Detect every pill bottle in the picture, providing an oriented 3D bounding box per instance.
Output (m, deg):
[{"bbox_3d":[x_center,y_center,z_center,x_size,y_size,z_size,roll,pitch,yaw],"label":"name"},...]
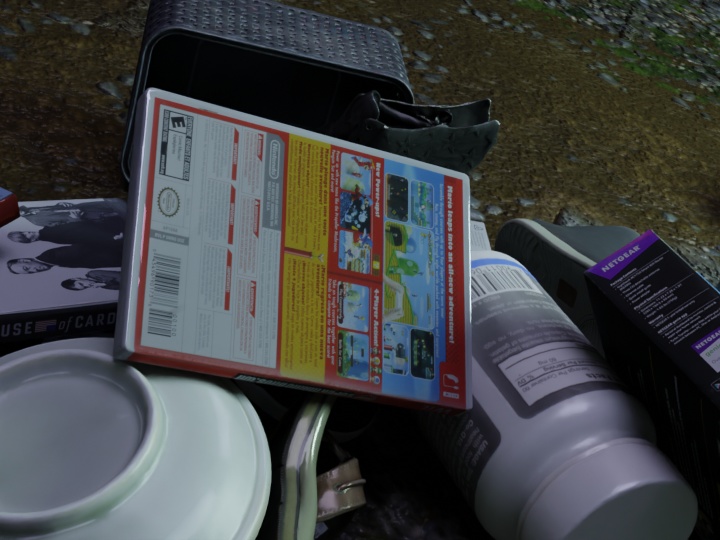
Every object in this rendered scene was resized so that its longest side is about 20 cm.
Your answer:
[{"bbox_3d":[0.098,0.088,0.722,0.113,0.114,0.200,0,36,-29],"label":"pill bottle"}]

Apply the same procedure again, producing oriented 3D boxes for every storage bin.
[{"bbox_3d":[-0.072,-0.123,0.945,0.199,0.135,0.094,11,31,-13],"label":"storage bin"}]

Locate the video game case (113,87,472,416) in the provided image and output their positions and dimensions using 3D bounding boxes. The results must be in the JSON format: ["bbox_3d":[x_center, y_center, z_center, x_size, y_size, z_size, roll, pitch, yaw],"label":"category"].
[{"bbox_3d":[-0.028,-0.007,0.661,0.200,0.017,0.143,13,66,-27],"label":"video game case"}]

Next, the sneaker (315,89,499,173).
[{"bbox_3d":[-0.011,-0.085,0.871,0.199,0.104,0.060,10,32,-14],"label":"sneaker"}]

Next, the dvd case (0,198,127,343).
[{"bbox_3d":[-0.211,-0.003,0.765,0.200,0.025,0.150,-6,29,-34],"label":"dvd case"}]

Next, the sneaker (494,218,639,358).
[{"bbox_3d":[0.197,0.018,0.924,0.106,0.075,0.200,-6,37,-31],"label":"sneaker"}]

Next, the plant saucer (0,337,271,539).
[{"bbox_3d":[-0.144,0.090,0.585,0.199,0.050,0.200,-3,41,3],"label":"plant saucer"}]

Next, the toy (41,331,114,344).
[{"bbox_3d":[-0.127,0.080,0.676,0.115,0.047,0.200,13,31,-10],"label":"toy"}]

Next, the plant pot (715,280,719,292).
[{"bbox_3d":[0.294,0.070,0.812,0.200,0.135,0.200,25,42,-24],"label":"plant pot"}]

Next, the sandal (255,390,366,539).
[{"bbox_3d":[-0.030,0.128,0.641,0.057,0.080,0.201,30,35,-14],"label":"sandal"}]

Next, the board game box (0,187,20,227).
[{"bbox_3d":[-0.303,-0.010,0.696,0.103,0.019,0.200,23,41,31],"label":"board game box"}]

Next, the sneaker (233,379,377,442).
[{"bbox_3d":[-0.045,0.004,0.722,0.200,0.112,0.073,50,48,3],"label":"sneaker"}]

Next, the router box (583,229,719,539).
[{"bbox_3d":[0.201,0.093,0.699,0.051,0.200,0.149,-31,46,-6],"label":"router box"}]

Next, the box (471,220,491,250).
[{"bbox_3d":[0.000,0.000,0.882,0.199,0.041,0.156,10,32,-11],"label":"box"}]
